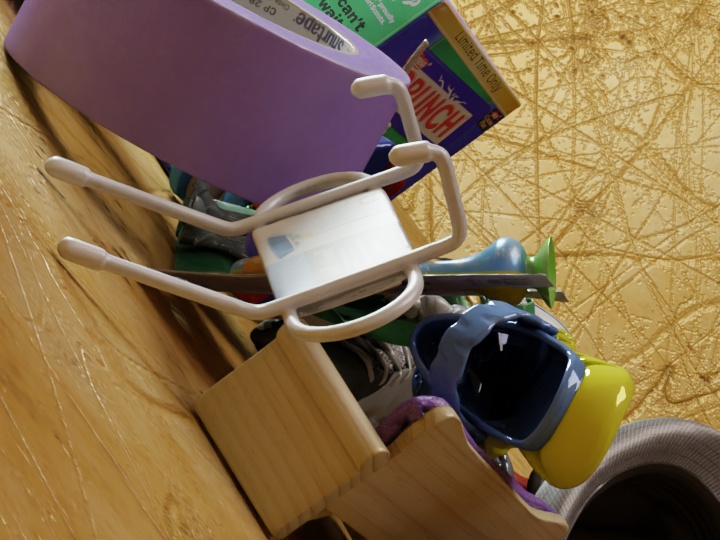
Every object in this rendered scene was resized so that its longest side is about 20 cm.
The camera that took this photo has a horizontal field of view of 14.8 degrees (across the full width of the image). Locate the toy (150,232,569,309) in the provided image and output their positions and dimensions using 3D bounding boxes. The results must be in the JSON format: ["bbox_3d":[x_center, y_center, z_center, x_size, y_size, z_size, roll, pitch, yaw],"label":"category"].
[{"bbox_3d":[0.000,-0.010,1.369,0.115,0.200,0.047,33,62,-78],"label":"toy"}]

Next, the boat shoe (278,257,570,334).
[{"bbox_3d":[0.045,0.018,1.675,0.200,0.071,0.072,18,-54,23],"label":"boat shoe"}]

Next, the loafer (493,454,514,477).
[{"bbox_3d":[0.067,0.162,1.558,0.200,0.072,0.063,-107,175,-55],"label":"loafer"}]

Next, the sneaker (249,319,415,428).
[{"bbox_3d":[0.015,0.040,1.556,0.075,0.115,0.200,55,5,18],"label":"sneaker"}]

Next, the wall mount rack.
[{"bbox_3d":[-0.047,-0.026,1.252,0.200,0.174,0.075,-115,-173,-69],"label":"wall mount rack"}]

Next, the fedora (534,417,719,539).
[{"bbox_3d":[0.129,0.174,1.437,0.090,0.200,0.177,-17,-73,48],"label":"fedora"}]

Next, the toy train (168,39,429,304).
[{"bbox_3d":[-0.034,-0.083,1.586,0.085,0.200,0.116,-8,45,-47],"label":"toy train"}]

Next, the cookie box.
[{"bbox_3d":[-0.017,-0.102,1.746,0.075,0.200,0.171,56,6,27],"label":"cookie box"}]

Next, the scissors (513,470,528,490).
[{"bbox_3d":[0.124,0.133,1.647,0.014,0.200,0.073,-45,115,-56],"label":"scissors"}]

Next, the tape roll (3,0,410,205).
[{"bbox_3d":[-0.079,-0.110,1.449,0.200,0.085,0.200,28,11,-6],"label":"tape roll"}]

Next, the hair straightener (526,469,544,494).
[{"bbox_3d":[0.094,0.167,1.598,0.041,0.077,0.200,97,-15,-64],"label":"hair straightener"}]

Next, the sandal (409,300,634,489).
[{"bbox_3d":[0.060,0.046,1.319,0.087,0.080,0.200,31,-8,-13],"label":"sandal"}]

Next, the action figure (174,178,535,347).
[{"bbox_3d":[0.000,0.000,1.499,0.200,0.055,0.118,18,23,-8],"label":"action figure"}]

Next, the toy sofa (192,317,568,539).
[{"bbox_3d":[0.014,0.093,1.290,0.083,0.098,0.200,56,6,30],"label":"toy sofa"}]
